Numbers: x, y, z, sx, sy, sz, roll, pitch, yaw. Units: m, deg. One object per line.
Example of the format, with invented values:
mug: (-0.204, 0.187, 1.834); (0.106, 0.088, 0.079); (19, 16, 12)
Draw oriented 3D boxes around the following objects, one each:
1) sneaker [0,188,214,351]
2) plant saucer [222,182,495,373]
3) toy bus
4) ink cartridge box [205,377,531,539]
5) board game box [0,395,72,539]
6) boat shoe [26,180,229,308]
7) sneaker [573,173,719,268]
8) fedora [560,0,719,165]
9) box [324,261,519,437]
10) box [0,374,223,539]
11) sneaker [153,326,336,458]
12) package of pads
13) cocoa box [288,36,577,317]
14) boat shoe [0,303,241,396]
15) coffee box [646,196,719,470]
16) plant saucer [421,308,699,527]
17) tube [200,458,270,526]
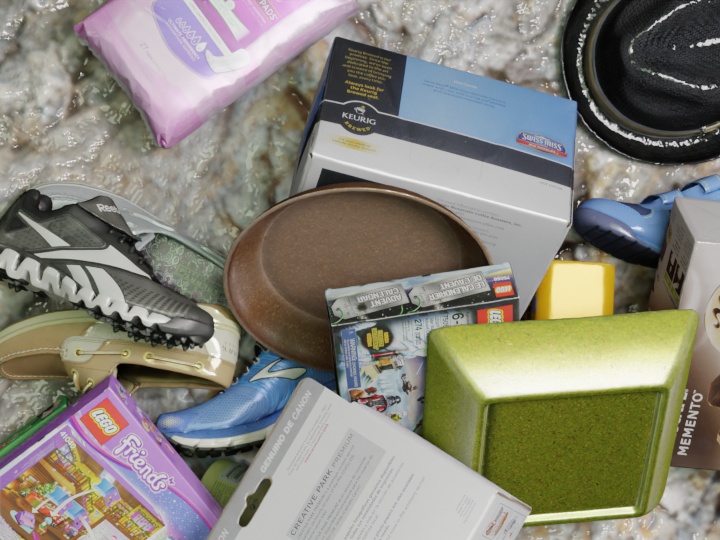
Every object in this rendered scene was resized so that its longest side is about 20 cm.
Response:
sneaker: (-0.188, -0.008, 1.339); (0.199, 0.066, 0.091); (20, 80, 21)
plant saucer: (0.000, 0.000, 1.339); (0.200, 0.201, 0.037); (9, 46, -6)
toy bus: (0.161, 0.094, 1.447); (0.065, 0.078, 0.201); (3, 88, -6)
ink cartridge box: (-0.009, 0.204, 1.295); (0.175, 0.084, 0.200); (31, 88, 28)
board game box: (-0.220, 0.215, 1.399); (0.134, 0.029, 0.200); (-36, 103, -2)
boat shoe: (-0.172, -0.016, 1.414); (0.200, 0.072, 0.070); (24, 85, -6)
sneaker: (0.267, -0.040, 1.470); (0.199, 0.074, 0.083); (10, 85, -13)
fedora: (0.265, -0.178, 1.460); (0.200, 0.092, 0.201); (0, 88, -7)
box: (0.050, 0.085, 1.359); (0.136, 0.200, 0.040); (-9, 46, -3)
box: (-0.178, 0.197, 1.362); (0.137, 0.039, 0.200); (-36, 103, 4)
sneaker: (-0.070, 0.088, 1.428); (0.199, 0.079, 0.089); (-19, 83, -15)
package of pads: (-0.111, -0.197, 1.426); (0.200, 0.076, 0.121); (-37, 95, -7)
cocoa box: (0.051, -0.068, 1.390); (0.199, 0.134, 0.132); (14, 49, -6)
boat shoe: (-0.189, 0.068, 1.385); (0.199, 0.074, 0.067); (-7, 67, 14)
coffee box: (0.282, 0.053, 1.420); (0.113, 0.080, 0.201); (6, 117, -8)
plant saucer: (0.146, 0.124, 1.344); (0.199, 0.048, 0.201); (-4, 131, -7)
tube: (-0.033, 0.199, 1.385); (0.199, 0.052, 0.058); (17, 99, 27)
